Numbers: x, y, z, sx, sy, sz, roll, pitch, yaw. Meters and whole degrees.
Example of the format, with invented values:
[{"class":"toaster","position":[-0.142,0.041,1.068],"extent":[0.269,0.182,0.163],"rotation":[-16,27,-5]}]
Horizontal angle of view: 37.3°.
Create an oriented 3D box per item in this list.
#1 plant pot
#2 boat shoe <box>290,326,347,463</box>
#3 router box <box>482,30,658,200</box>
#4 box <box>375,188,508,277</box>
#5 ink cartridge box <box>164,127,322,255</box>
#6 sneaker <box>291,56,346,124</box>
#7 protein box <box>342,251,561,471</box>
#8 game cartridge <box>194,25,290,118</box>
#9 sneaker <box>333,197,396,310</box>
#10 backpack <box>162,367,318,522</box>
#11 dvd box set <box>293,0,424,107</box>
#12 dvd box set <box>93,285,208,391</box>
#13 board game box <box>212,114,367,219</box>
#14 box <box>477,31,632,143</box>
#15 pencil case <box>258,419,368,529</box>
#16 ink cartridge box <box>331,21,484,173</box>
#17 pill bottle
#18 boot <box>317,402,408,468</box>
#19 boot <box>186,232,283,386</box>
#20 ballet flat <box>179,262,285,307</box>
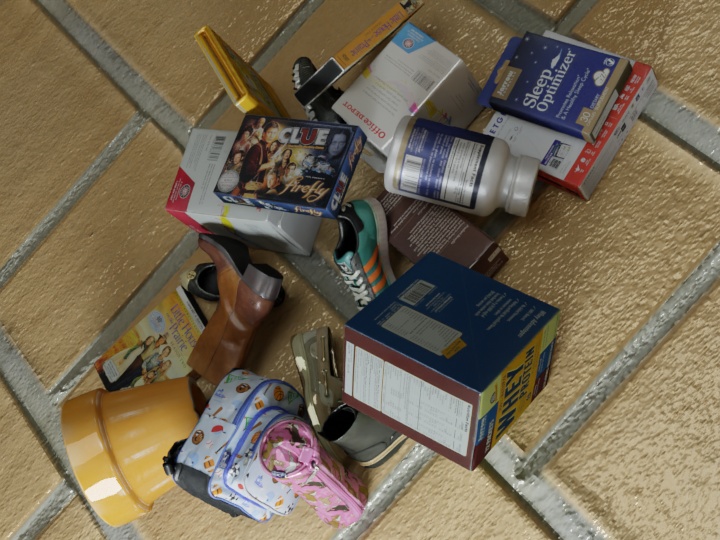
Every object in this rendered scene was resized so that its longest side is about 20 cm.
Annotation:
[{"class":"plant pot","position":[-0.312,0.247,1.572],"extent":[0.183,0.200,0.201],"rotation":[-24,59,0]},{"class":"boat shoe","position":[-0.044,0.175,1.522],"extent":[0.065,0.072,0.201],"rotation":[-20,66,5]},{"class":"router box","position":[0.293,-0.223,1.521],"extent":[0.179,0.049,0.200],"rotation":[29,85,33]},{"class":"box","position":[0.106,-0.049,1.535],"extent":[0.100,0.075,0.200],"rotation":[-47,55,2]},{"class":"ink cartridge box","position":[-0.168,-0.122,1.663],"extent":[0.199,0.145,0.146],"rotation":[9,73,31]},{"class":"sneaker","position":[-0.049,-0.268,1.713],"extent":[0.090,0.066,0.201],"rotation":[-23,63,12]},{"class":"protein box","position":[0.114,0.109,1.362],"extent":[0.200,0.135,0.198],"rotation":[25,43,27]},{"class":"game cartridge","position":[-0.168,-0.281,1.695],"extent":[0.032,0.200,0.177],"rotation":[-38,58,12]},{"class":"sneaker","position":[0.000,0.000,1.522],"extent":[0.071,0.080,0.201],"rotation":[-3,99,54]},{"class":"backpack","position":[-0.151,0.240,1.487],"extent":[0.153,0.200,0.191],"rotation":[6,66,27]},{"class":"dvd box set","position":[-0.002,-0.339,1.634],"extent":[0.200,0.029,0.146],"rotation":[-45,9,-29]},{"class":"dvd box set","position":[-0.323,0.140,1.705],"extent":[0.200,0.029,0.146],"rotation":[-41,57,8]},{"class":"board game box","position":[-0.102,-0.152,1.533],"extent":[0.199,0.035,0.136],"rotation":[10,70,30]},{"class":"box","position":[0.266,-0.264,1.504],"extent":[0.200,0.032,0.121],"rotation":[25,83,34]},{"class":"pencil case","position":[-0.058,0.272,1.415],"extent":[0.083,0.200,0.087],"rotation":[-21,52,11]},{"class":"ink cartridge box","position":[0.068,-0.240,1.600],"extent":[0.200,0.125,0.129],"rotation":[-47,56,3]},{"class":"pill bottle","position":[0.141,-0.138,1.471],"extent":[0.199,0.111,0.112],"rotation":[16,77,9]},{"class":"boot","position":[0.042,0.175,1.435],"extent":[0.077,0.138,0.200],"rotation":[38,88,34]},{"class":"boot","position":[-0.214,0.059,1.626],"extent":[0.188,0.068,0.201],"rotation":[33,107,28]},{"class":"ballet flat","position":[-0.206,0.017,1.678],"extent":[0.199,0.057,0.067],"rotation":[9,73,30]}]
